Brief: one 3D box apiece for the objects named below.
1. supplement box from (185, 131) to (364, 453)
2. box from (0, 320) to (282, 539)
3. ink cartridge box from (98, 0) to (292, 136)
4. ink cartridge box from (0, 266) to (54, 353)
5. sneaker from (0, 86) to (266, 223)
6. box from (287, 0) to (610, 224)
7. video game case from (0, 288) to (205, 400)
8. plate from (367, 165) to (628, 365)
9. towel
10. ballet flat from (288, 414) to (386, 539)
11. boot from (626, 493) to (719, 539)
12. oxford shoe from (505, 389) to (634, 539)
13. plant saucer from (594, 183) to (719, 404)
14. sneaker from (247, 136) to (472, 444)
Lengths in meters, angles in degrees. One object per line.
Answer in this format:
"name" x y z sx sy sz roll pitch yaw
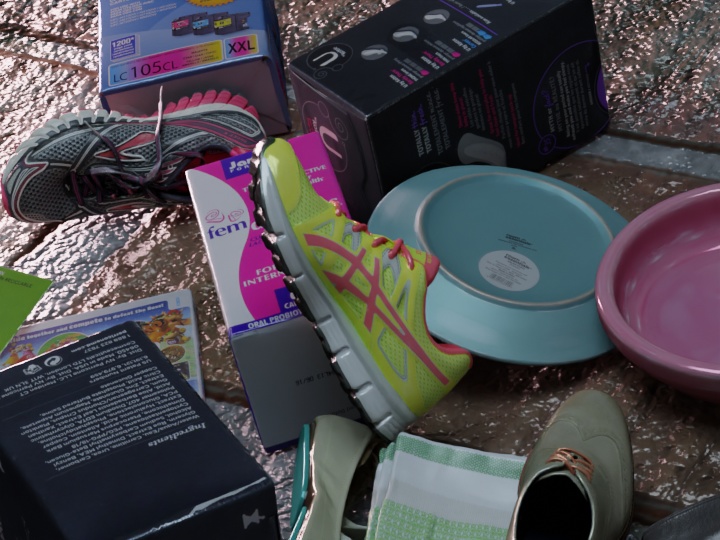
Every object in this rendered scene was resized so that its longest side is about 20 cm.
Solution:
"supplement box" -0.045 0.011 1.759 0.101 0.104 0.200 -17 35 -3
"box" -0.126 0.168 1.480 0.117 0.198 0.200 -20 33 -20
"ink cartridge box" -0.132 -0.176 2.054 0.135 0.077 0.201 -12 35 2
"ink cartridge box" -0.328 0.042 1.808 0.147 0.076 0.200 13 53 31
"sneaker" -0.165 -0.077 1.929 0.199 0.081 0.075 -16 38 -3
"box" 0.064 -0.125 1.880 0.199 0.123 0.106 -31 40 -22
"video game case" -0.174 0.092 1.763 0.142 0.018 0.201 -13 37 2
"plate" 0.102 -0.014 1.750 0.199 0.026 0.201 7 40 -6
"towel" 0.071 0.178 1.534 0.148 0.031 0.201 7 40 5
"ballet flat" -0.017 0.160 1.592 0.069 0.070 0.201 -4 36 13
"boot" 0.252 0.177 1.471 0.198 0.070 0.175 -12 37 7
"oxford shoe" 0.124 0.131 1.522 0.070 0.074 0.201 12 42 6
"plant saucer" 0.250 0.019 1.687 0.199 0.051 0.201 -7 37 6
"sneaker" 0.000 0.000 1.619 0.090 0.201 0.078 -30 11 -3
